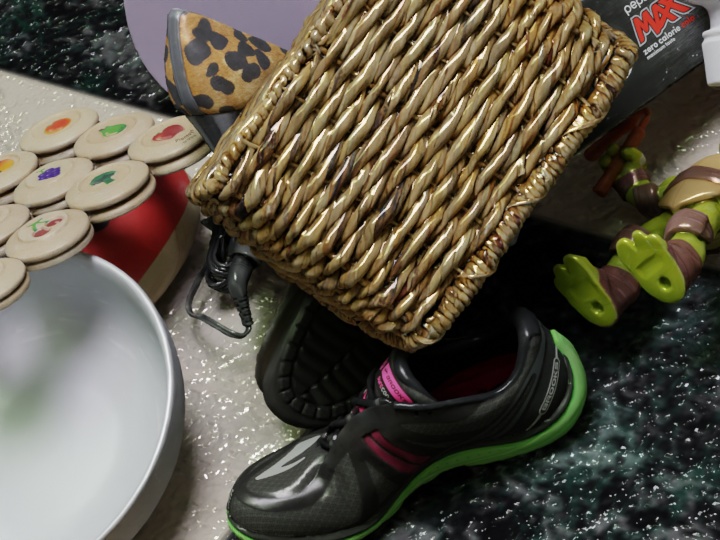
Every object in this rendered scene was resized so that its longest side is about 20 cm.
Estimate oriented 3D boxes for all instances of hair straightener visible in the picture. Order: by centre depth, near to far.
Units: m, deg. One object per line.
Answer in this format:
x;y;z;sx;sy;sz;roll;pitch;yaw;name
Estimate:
-0.060;-0.031;1.721;0.077;0.041;0.200;-46;24;42;hair straightener

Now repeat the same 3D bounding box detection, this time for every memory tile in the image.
-0.188;-0.036;1.667;0.153;0.017;0.200;7;38;46;memory tile

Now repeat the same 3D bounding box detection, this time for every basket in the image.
0.023;-0.074;1.545;0.200;0.149;0.143;-56;6;-5;basket

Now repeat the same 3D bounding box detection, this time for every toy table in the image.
-0.062;-0.203;1.794;0.200;0.183;0.117;-52;7;47;toy table

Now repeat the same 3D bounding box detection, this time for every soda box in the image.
0.146;-0.128;1.645;0.200;0.071;0.063;-36;5;-24;soda box

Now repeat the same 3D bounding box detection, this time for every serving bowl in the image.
-0.178;0.090;1.622;0.199;0.066;0.201;-10;63;20;serving bowl

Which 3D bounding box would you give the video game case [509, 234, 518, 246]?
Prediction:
0.045;-0.089;1.737;0.143;0.018;0.200;-4;46;27;video game case

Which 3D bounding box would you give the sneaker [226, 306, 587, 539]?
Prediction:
0.016;0.075;1.535;0.199;0.084;0.077;-28;40;0;sneaker

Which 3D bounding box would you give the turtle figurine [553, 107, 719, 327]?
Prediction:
0.170;-0.032;1.575;0.200;0.065;0.161;-3;31;44;turtle figurine

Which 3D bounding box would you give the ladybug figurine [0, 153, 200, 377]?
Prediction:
-0.177;-0.009;1.736;0.135;0.072;0.200;22;61;42;ladybug figurine

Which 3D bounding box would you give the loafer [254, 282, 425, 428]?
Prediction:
0.000;0.000;1.633;0.071;0.073;0.200;-2;51;55;loafer

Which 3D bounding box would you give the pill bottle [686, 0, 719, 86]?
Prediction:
0.214;-0.202;1.586;0.111;0.201;0.111;-6;0;0;pill bottle

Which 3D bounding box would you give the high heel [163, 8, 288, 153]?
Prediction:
-0.037;-0.133;1.670;0.071;0.143;0.200;-5;38;34;high heel
